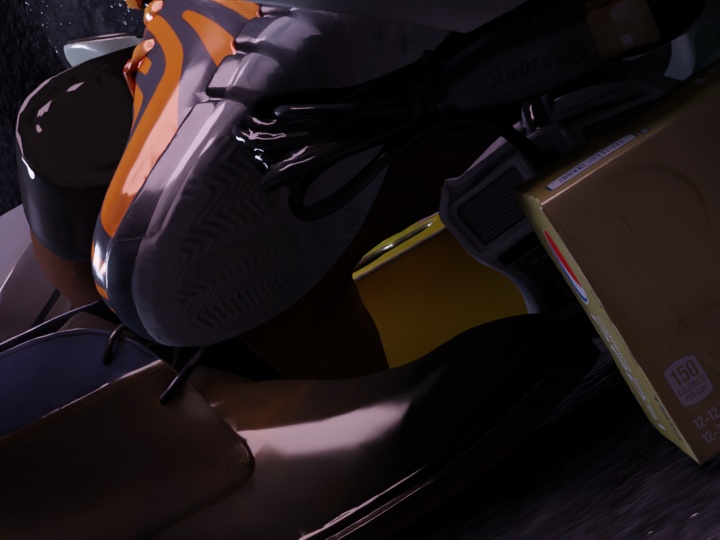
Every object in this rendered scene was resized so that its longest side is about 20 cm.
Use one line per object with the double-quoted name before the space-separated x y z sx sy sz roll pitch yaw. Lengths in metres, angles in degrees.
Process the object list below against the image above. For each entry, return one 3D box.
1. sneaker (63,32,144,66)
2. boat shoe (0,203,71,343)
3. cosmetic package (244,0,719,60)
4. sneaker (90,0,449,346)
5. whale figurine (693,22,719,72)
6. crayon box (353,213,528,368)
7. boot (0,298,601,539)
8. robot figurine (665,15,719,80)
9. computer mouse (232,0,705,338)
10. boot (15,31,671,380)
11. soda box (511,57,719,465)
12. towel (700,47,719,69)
"sneaker" -0.008 -0.048 1.026 0.200 0.089 0.074 -7 1 -22
"boat shoe" -0.125 0.067 0.851 0.072 0.066 0.200 -23 34 40
"cosmetic package" 0.057 -0.164 0.635 0.165 0.165 0.200 4 -22 -40
"sneaker" -0.043 -0.064 0.733 0.112 0.078 0.200 14 48 20
"whale figurine" 0.110 -0.124 1.004 0.159 0.200 0.104 123 162 -51
"crayon box" 0.038 -0.007 1.003 0.127 0.051 0.200 -30 4 24
"boot" -0.040 0.038 0.747 0.200 0.097 0.075 -30 4 20
"robot figurine" 0.033 -0.094 0.921 0.200 0.113 0.170 -20 48 7
"computer mouse" 0.050 -0.029 0.713 0.110 0.044 0.200 -29 -22 10
"boot" 0.000 0.000 0.844 0.188 0.069 0.200 -20 -32 -8
"soda box" 0.136 -0.041 0.617 0.200 0.068 0.064 -32 4 1
"towel" 0.195 -0.087 0.852 0.200 0.048 0.171 -32 4 2
